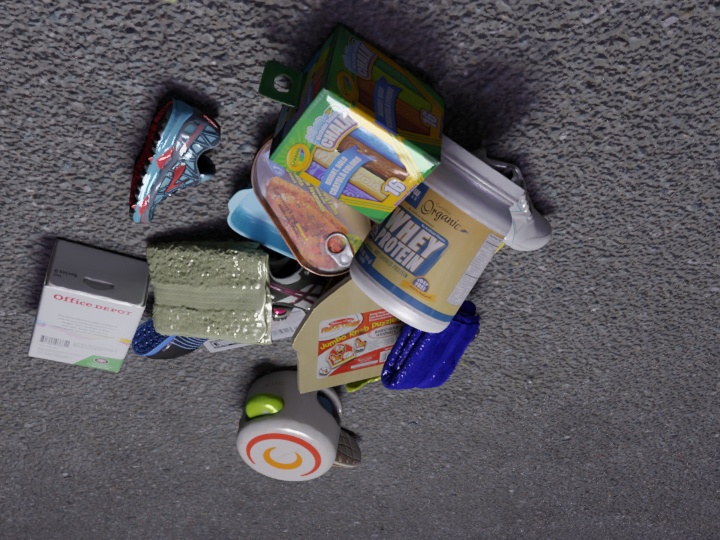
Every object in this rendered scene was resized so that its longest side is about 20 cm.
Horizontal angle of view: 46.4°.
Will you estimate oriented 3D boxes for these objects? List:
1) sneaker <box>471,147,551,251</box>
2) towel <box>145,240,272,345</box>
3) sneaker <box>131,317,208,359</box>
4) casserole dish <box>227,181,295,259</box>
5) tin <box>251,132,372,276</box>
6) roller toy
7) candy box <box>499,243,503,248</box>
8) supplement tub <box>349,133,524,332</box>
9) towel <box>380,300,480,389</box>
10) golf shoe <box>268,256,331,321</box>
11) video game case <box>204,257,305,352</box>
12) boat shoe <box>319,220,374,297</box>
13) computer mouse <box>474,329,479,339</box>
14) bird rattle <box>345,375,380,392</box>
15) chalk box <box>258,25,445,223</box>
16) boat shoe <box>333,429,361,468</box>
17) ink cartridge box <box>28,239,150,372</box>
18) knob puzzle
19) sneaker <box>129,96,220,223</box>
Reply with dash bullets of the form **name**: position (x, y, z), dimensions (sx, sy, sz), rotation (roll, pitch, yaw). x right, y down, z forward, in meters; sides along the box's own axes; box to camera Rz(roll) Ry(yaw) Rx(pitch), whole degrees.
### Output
- **sneaker**: position (0.195, -0.090, 1.109), dimensions (0.198, 0.071, 0.080), rotation (27, 132, -31)
- **towel**: position (-0.215, 0.030, 1.191), dimensions (0.196, 0.036, 0.152), rotation (4, 107, 20)
- **sneaker**: position (-0.256, 0.081, 1.292), dimensions (0.197, 0.071, 0.078), rotation (-24, 159, 19)
- **casserole dish**: position (-0.088, -0.073, 1.147), dimensions (0.198, 0.039, 0.121), rotation (24, 135, -30)
- **tin**: position (-0.060, -0.087, 1.066), dimensions (0.111, 0.042, 0.202), rotation (-28, 114, 7)
- **roller toy**: position (-0.125, 0.277, 1.514), dimensions (0.179, 0.141, 0.202), rotation (17, 135, -7)
- **candy box**: position (0.135, -0.024, 1.228), dimensions (0.100, 0.027, 0.200), rotation (13, 141, -24)
- **supplement tub**: position (0.092, -0.045, 1.005), dimensions (0.143, 0.145, 0.202), rotation (26, 102, -31)
- **towel**: position (0.108, 0.108, 1.204), dimensions (0.049, 0.150, 0.199), rotation (30, -174, 24)
- **golf shoe**: position (-0.072, 0.023, 1.232), dimensions (0.196, 0.078, 0.089), rotation (-1, 126, -26)
- **video game case**: position (-0.189, 0.059, 1.329), dimensions (0.196, 0.022, 0.183), rotation (-12, 141, 14)
- **boat shoe**: position (0.000, 0.000, 1.152), dimensions (0.066, 0.073, 0.202), rotation (4, 134, -30)
- **computer mouse**: position (0.134, 0.066, 1.308), dimensions (0.059, 0.034, 0.200), rotation (-47, 141, 0)
- **bird rattle**: position (0.006, 0.099, 1.315), dimensions (0.161, 0.199, 0.115), rotation (18, 109, 23)
- **chalk box**: position (-0.019, -0.173, 0.937), dimensions (0.198, 0.126, 0.124), rotation (29, 135, -22)
- **boat shoe**: position (-0.091, 0.346, 1.668), dimensions (0.197, 0.077, 0.072), rotation (26, 140, -18)
- **ink cartridge box**: position (-0.410, 0.058, 1.266), dimensions (0.143, 0.089, 0.201), rotation (14, 142, -20)
- **knob puzzle**: position (-0.005, 0.072, 1.158), dimensions (0.216, 0.031, 0.223), rotation (-14, 132, -15)
- **sneaker**: position (-0.230, -0.120, 1.049), dimensions (0.094, 0.081, 0.200), rotation (14, 140, -23)
